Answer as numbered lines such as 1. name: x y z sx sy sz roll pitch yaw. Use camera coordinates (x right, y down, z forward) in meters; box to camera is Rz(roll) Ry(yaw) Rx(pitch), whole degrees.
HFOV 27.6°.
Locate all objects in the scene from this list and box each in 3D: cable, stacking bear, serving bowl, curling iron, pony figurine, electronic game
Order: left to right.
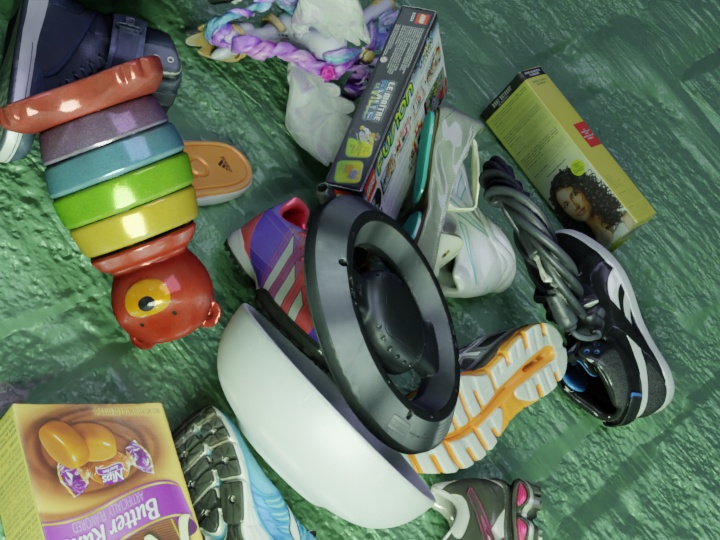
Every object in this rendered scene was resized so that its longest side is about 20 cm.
1. stacking bear: -0.167 -0.043 1.074 0.114 0.121 0.201 -81 152 -82
2. serving bowl: -0.036 0.117 1.060 0.200 0.066 0.200 45 -1 1
3. pony figurine: -0.037 -0.204 1.352 0.193 0.167 0.200 27 32 33
4. curling iron: 0.000 0.000 1.175 0.201 0.025 0.050 70 -2 -45
5. electronic game: 0.018 0.039 1.093 0.200 0.041 0.201 44 34 -41
6. cable: 0.147 -0.024 1.282 0.164 0.051 0.200 55 8 -20

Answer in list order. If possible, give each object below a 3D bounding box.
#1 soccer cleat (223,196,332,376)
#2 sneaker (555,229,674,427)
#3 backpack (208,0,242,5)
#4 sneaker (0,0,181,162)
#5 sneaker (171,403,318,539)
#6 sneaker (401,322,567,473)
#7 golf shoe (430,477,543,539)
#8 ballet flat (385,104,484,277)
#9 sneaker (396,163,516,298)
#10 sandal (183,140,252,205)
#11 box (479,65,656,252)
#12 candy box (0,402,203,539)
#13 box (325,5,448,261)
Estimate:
1. soccer cleat: -0.045 0.007 1.132 0.068 0.073 0.200 48 3 -35
2. sneaker: 0.211 0.051 1.375 0.112 0.073 0.201 -12 66 -48
3. backpack: -0.194 -0.307 1.239 0.199 0.148 0.183 4 9 -9
4. sneaker: -0.217 -0.144 1.175 0.146 0.077 0.203 22 42 -21
5. sneaker: -0.076 0.187 1.023 0.090 0.078 0.201 21 38 -59
6. sneaker: 0.084 0.107 1.221 0.199 0.077 0.079 -27 106 -33
7. golf shoe: 0.094 0.247 1.116 0.088 0.077 0.201 9 44 -9
8. ballet flat: 0.068 -0.047 1.283 0.063 0.067 0.201 17 77 -10
9. sneaker: 0.065 -0.062 1.354 0.080 0.070 0.201 -18 69 -45
10. sandal: -0.159 -0.089 1.190 0.206 0.059 0.079 -17 68 -48
11. box: 0.214 -0.112 1.526 0.050 0.075 0.200 -22 70 -49
12. candy box: -0.161 0.184 0.947 0.116 0.056 0.201 4 55 -40
13. box: 0.027 -0.121 1.293 0.035 0.110 0.201 13 61 18
